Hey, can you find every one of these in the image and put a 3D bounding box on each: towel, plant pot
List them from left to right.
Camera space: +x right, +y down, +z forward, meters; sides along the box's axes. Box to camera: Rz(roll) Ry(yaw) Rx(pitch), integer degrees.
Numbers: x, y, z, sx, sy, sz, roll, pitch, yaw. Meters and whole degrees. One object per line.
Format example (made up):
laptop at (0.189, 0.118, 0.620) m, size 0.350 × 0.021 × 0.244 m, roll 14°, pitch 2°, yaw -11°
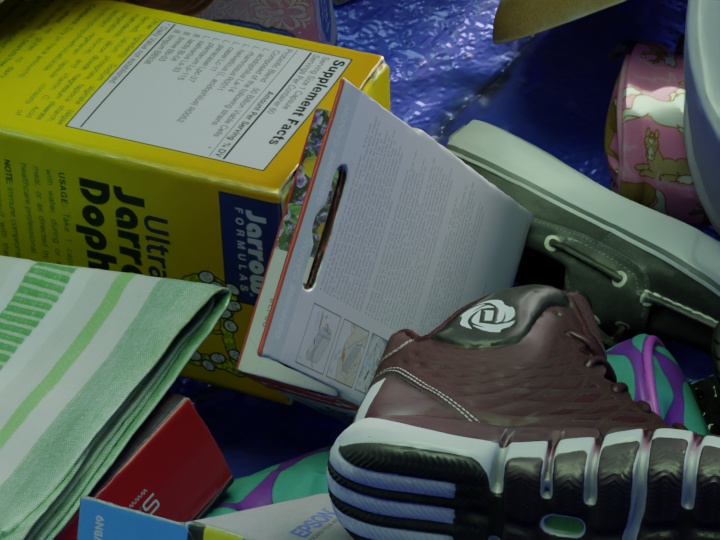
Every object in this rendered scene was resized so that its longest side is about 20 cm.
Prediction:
towel at (-0.168, 0.044, 0.946) m, size 0.199 × 0.023 × 0.153 m, roll 8°, pitch 47°, yaw 34°
plant pot at (0.148, -0.153, 1.118) m, size 0.199 × 0.028 × 0.200 m, roll -23°, pitch 6°, yaw 2°

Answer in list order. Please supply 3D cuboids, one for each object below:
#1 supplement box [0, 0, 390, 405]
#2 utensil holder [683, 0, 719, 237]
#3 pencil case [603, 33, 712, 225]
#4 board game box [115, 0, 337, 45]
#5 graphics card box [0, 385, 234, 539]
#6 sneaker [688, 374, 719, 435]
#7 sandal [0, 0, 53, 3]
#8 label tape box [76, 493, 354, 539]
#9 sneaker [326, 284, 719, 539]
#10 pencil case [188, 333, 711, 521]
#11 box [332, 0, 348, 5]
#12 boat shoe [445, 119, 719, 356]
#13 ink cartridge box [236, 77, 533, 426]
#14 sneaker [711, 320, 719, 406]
supplement box at (-0.098, -0.037, 1.044) m, size 0.199 × 0.110 × 0.109 m, roll 14°, pitch 39°, yaw 20°
utensil holder at (0.206, -0.073, 0.940) m, size 0.169 × 0.200 × 0.171 m, roll -1°, pitch 83°, yaw 8°
pencil case at (0.208, -0.060, 1.081) m, size 0.199 × 0.083 × 0.087 m, roll 3°, pitch 86°, yaw 10°
board game box at (-0.120, -0.173, 1.144) m, size 0.199 × 0.200 × 0.041 m, roll 2°, pitch 48°, yaw 10°
graphics card box at (-0.163, 0.081, 0.960) m, size 0.200 × 0.051 × 0.126 m, roll 17°, pitch 53°, yaw 41°
sneaker at (0.151, 0.062, 0.984) m, size 0.199 × 0.078 × 0.070 m, roll -2°, pitch 49°, yaw 5°
sandal at (-0.147, -0.136, 1.045) m, size 0.202 × 0.050 × 0.082 m, roll -35°, pitch 53°, yaw -17°
label tape box at (-0.005, 0.160, 0.873) m, size 0.199 × 0.145 × 0.063 m, roll 16°, pitch 20°, yaw 20°
sneaker at (0.094, 0.051, 0.844) m, size 0.199 × 0.076 × 0.116 m, roll 11°, pitch 41°, yaw 4°
pencil case at (0.038, 0.092, 0.937) m, size 0.199 × 0.085 × 0.092 m, roll -21°, pitch 7°, yaw 15°
box at (0.040, -0.223, 1.164) m, size 0.144 × 0.200 × 0.036 m, roll -19°, pitch 53°, yaw -9°
boat shoe at (0.107, 0.003, 1.058) m, size 0.200 × 0.069 × 0.057 m, roll 31°, pitch 79°, yaw 31°
ink cartridge box at (0.000, 0.000, 0.960) m, size 0.050 × 0.200 × 0.109 m, roll 13°, pitch 82°, yaw 27°
sneaker at (0.200, 0.098, 0.898) m, size 0.090 × 0.076 × 0.201 m, roll -23°, pitch 86°, yaw 6°
